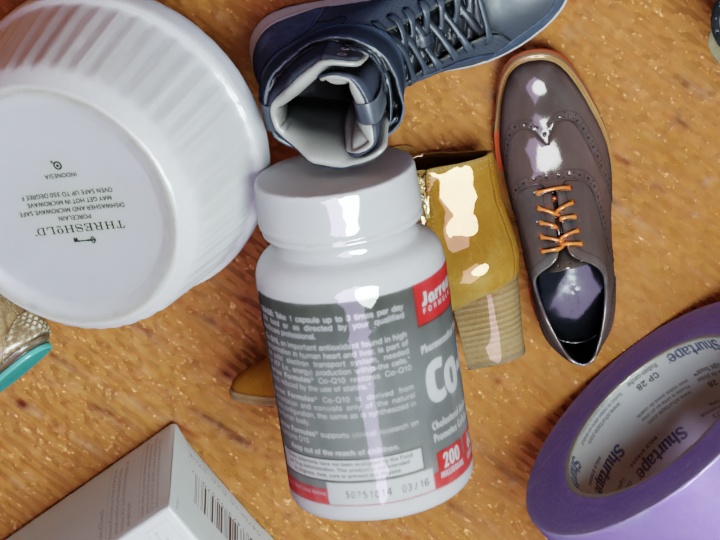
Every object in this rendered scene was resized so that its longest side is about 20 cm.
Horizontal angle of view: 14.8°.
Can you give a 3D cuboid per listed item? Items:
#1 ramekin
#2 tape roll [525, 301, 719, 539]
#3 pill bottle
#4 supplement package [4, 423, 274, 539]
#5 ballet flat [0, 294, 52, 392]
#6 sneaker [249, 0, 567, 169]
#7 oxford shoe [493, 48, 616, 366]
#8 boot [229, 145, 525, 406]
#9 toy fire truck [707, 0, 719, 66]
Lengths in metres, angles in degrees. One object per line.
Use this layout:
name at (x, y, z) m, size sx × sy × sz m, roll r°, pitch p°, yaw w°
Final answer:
ramekin at (-0.160, -0.059, 1.639) m, size 0.201 × 0.094 × 0.204 m, roll 10°, pitch 122°, yaw 17°
tape roll at (0.204, 0.117, 1.707) m, size 0.200 × 0.200 × 0.085 m, roll -38°, pitch 109°, yaw 14°
pill bottle at (0.000, 0.036, 1.642) m, size 0.113 × 0.114 × 0.201 m, roll -8°, pitch 109°, yaw 2°
supplement package at (-0.164, 0.216, 1.785) m, size 0.199 × 0.117 × 0.117 m, roll -34°, pitch 112°, yaw 12°
ballet flat at (-0.281, 0.080, 1.760) m, size 0.200 × 0.070 × 0.065 m, roll -40°, pitch 82°, yaw 12°
sneaker at (0.034, -0.126, 1.625) m, size 0.201 × 0.146 × 0.077 m, roll -19°, pitch 112°, yaw 5°
oxford shoe at (0.126, -0.037, 1.705) m, size 0.071 × 0.073 × 0.201 m, roll -13°, pitch 114°, yaw 5°
boot at (0.000, 0.000, 1.730) m, size 0.200 × 0.071 × 0.145 m, roll -12°, pitch 103°, yaw 10°
toy fire truck at (0.328, -0.117, 1.634) m, size 0.176 × 0.129 × 0.200 m, roll -38°, pitch 81°, yaw 14°
